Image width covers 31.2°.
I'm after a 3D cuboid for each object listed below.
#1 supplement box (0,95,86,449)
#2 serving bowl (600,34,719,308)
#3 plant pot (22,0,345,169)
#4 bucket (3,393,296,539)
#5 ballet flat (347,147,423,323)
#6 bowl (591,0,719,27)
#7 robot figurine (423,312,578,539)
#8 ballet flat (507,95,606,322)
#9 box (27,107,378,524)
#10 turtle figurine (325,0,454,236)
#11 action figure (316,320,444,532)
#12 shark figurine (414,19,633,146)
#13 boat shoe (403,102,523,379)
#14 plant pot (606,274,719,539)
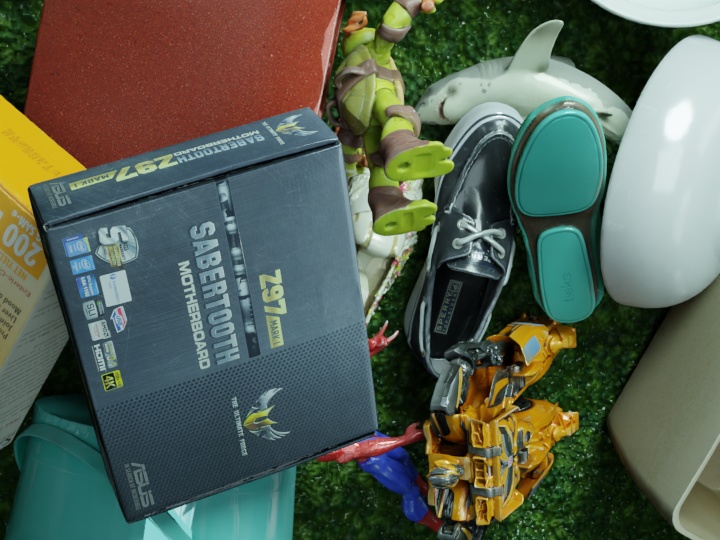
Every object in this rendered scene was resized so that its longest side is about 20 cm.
[{"bbox_3d":[-0.235,0.010,0.755,0.126,0.073,0.200,39,118,9],"label":"supplement box"},{"bbox_3d":[0.245,-0.063,0.921,0.200,0.066,0.201,-35,135,-45],"label":"serving bowl"},{"bbox_3d":[-0.113,-0.105,0.827,0.175,0.200,0.201,12,95,-3],"label":"plant pot"},{"bbox_3d":[-0.137,0.162,0.850,0.206,0.207,0.136,7,90,-15],"label":"bucket"},{"bbox_3d":[0.000,0.000,0.929,0.075,0.064,0.201,21,92,-16],"label":"ballet flat"},{"bbox_3d":[0.224,-0.268,0.920,0.200,0.090,0.202,0,92,7],"label":"bowl"},{"bbox_3d":[0.101,0.107,0.907,0.058,0.200,0.146,3,108,25],"label":"robot figurine"},{"bbox_3d":[0.137,-0.053,0.900,0.067,0.071,0.201,-6,133,6],"label":"ballet flat"},{"bbox_3d":[-0.078,0.027,0.701,0.157,0.051,0.201,-18,125,-17],"label":"box"},{"bbox_3d":[0.015,-0.115,0.834,0.064,0.162,0.200,6,137,-25],"label":"turtle figurine"},{"bbox_3d":[0.030,0.115,0.911,0.099,0.065,0.200,-41,129,17],"label":"action figure"},{"bbox_3d":[0.161,-0.120,0.951,0.214,0.090,0.128,28,124,-9],"label":"shark figurine"},{"bbox_3d":[0.079,-0.018,0.920,0.071,0.068,0.201,14,109,-13],"label":"boat shoe"},{"bbox_3d":[0.304,0.113,0.961,0.199,0.177,0.200,31,90,-20],"label":"plant pot"}]
